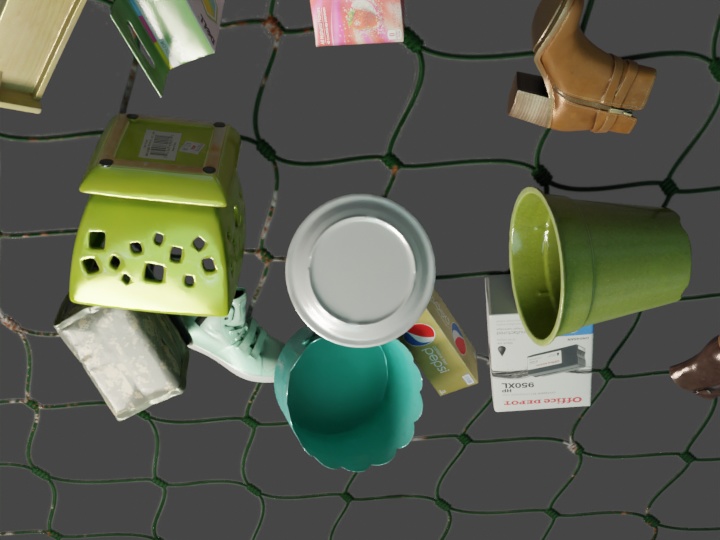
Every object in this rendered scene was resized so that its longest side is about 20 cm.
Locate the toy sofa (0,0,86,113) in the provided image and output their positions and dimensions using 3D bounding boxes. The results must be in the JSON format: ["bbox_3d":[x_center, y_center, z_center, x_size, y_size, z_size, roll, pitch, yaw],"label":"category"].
[{"bbox_3d":[-0.376,-0.283,1.248,0.082,0.098,0.200,5,137,-37],"label":"toy sofa"}]

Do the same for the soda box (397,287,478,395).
[{"bbox_3d":[0.096,0.085,1.560,0.064,0.068,0.200,-20,128,20],"label":"soda box"}]

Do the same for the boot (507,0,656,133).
[{"bbox_3d":[0.265,-0.234,1.258,0.154,0.077,0.201,9,134,-4],"label":"boot"}]

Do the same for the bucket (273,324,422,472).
[{"bbox_3d":[-0.022,0.163,1.539,0.205,0.135,0.209,-3,99,-16],"label":"bucket"}]

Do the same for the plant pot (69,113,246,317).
[{"bbox_3d":[-0.240,-0.077,1.343,0.197,0.201,0.183,6,123,-3],"label":"plant pot"}]

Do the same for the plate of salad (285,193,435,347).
[{"bbox_3d":[0.000,0.000,1.452,0.198,0.048,0.202,0,92,-6],"label":"plate of salad"}]

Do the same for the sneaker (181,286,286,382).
[{"bbox_3d":[-0.162,0.085,1.561,0.199,0.074,0.118,23,135,-15],"label":"sneaker"}]

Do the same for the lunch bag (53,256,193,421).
[{"bbox_3d":[-0.304,0.070,1.462,0.117,0.200,0.165,-25,114,7],"label":"lunch bag"}]

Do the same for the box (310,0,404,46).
[{"bbox_3d":[-0.009,-0.346,1.157,0.102,0.095,0.201,-2,132,5],"label":"box"}]

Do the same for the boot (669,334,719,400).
[{"bbox_3d":[0.576,0.147,1.616,0.199,0.073,0.166,25,140,-21],"label":"boot"}]

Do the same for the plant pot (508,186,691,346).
[{"bbox_3d":[0.309,-0.011,1.404,0.188,0.201,0.201,-4,133,-11],"label":"plant pot"}]

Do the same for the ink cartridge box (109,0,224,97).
[{"bbox_3d":[-0.193,-0.284,1.148,0.059,0.201,0.104,-15,131,15],"label":"ink cartridge box"}]

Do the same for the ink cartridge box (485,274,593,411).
[{"bbox_3d":[0.253,0.102,1.558,0.143,0.085,0.201,-4,132,6],"label":"ink cartridge box"}]
